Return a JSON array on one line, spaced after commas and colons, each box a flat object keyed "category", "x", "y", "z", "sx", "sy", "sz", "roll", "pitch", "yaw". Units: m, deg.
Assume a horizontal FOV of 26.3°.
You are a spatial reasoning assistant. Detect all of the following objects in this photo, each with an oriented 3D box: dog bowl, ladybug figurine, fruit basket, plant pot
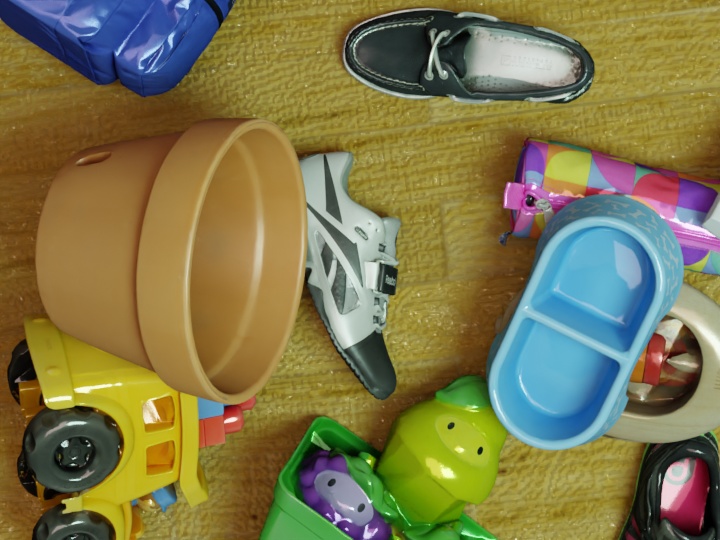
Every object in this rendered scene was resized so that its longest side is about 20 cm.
[{"category": "dog bowl", "x": 0.160, "y": 0.043, "z": 1.133, "sx": 0.111, "sy": 0.050, "sz": 0.201, "roll": 26, "pitch": 105, "yaw": 10}, {"category": "ladybug figurine", "x": 0.203, "y": 0.059, "z": 1.190, "sx": 0.198, "sy": 0.072, "sz": 0.137, "roll": 15, "pitch": 106, "yaw": 12}, {"category": "fruit basket", "x": 0.041, "y": 0.181, "z": 1.192, "sx": 0.214, "sy": 0.156, "sz": 0.218, "roll": 5, "pitch": 109, "yaw": 13}, {"category": "plant pot", "x": -0.139, "y": -0.013, "z": 1.101, "sx": 0.139, "sy": 0.200, "sz": 0.202, "roll": 6, "pitch": 95, "yaw": 19}]

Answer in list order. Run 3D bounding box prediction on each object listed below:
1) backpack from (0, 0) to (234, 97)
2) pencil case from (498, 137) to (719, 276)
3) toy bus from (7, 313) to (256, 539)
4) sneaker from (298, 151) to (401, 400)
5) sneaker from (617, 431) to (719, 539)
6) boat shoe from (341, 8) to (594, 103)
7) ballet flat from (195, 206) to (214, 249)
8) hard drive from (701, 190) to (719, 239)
[{"category": "backpack", "x": -0.167, "y": -0.246, "z": 1.164, "sx": 0.167, "sy": 0.162, "sz": 0.201, "roll": 33, "pitch": 83, "yaw": -8}, {"category": "pencil case", "x": 0.207, "y": -0.045, "z": 1.187, "sx": 0.198, "sy": 0.088, "sz": 0.089, "roll": 11, "pitch": 95, "yaw": 2}, {"category": "toy bus", "x": -0.172, "y": 0.132, "z": 1.204, "sx": 0.190, "sy": 0.136, "sz": 0.202, "roll": -7, "pitch": 120, "yaw": -18}, {"category": "sneaker", "x": 0.000, "y": 0.000, "z": 1.207, "sx": 0.088, "sy": 0.074, "sz": 0.201, "roll": -23, "pitch": 89, "yaw": 2}, {"category": "sneaker", "x": 0.238, "y": 0.216, "z": 1.202, "sx": 0.076, "sy": 0.084, "sz": 0.202, "roll": 6, "pitch": 94, "yaw": 4}, {"category": "boat shoe", "x": 0.083, "y": -0.168, "z": 1.197, "sx": 0.198, "sy": 0.060, "sz": 0.076, "roll": 1, "pitch": 94, "yaw": 4}, {"category": "ballet flat", "x": -0.147, "y": -0.018, "z": 1.218, "sx": 0.199, "sy": 0.071, "sz": 0.071, "roll": -35, "pitch": 91, "yaw": 10}, {"category": "hard drive", "x": 0.355, "y": -0.079, "z": 1.158, "sx": 0.131, "sy": 0.027, "sz": 0.201, "roll": 32, "pitch": 68, "yaw": 1}]
